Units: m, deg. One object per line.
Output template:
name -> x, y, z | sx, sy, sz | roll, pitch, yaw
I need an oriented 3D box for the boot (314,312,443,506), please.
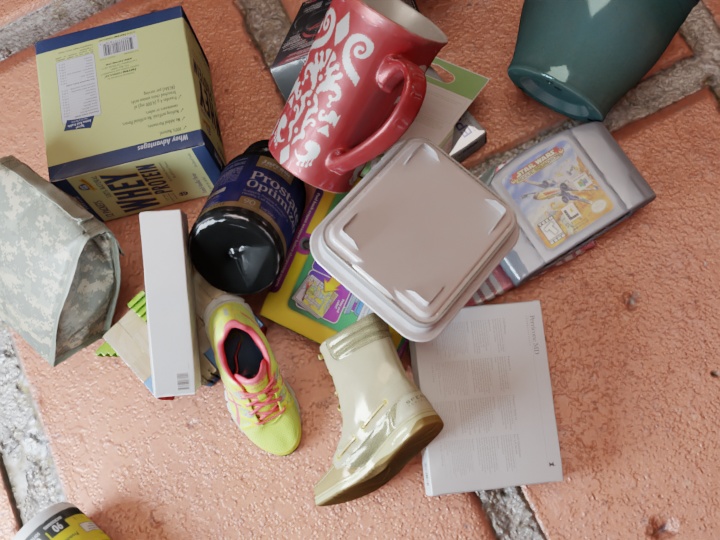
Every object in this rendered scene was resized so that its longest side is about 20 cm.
boot -> -0.008, 0.158, 1.121 | 0.200, 0.072, 0.156 | -48, 59, 37

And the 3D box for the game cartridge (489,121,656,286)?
game cartridge -> 0.232, -0.087, 1.201 | 0.199, 0.042, 0.134 | -32, 77, -3

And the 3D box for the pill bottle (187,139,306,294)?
pill bottle -> -0.126, -0.071, 1.191 | 0.110, 0.113, 0.201 | 3, 35, 8

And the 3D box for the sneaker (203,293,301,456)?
sneaker -> -0.122, 0.129, 1.140 | 0.078, 0.090, 0.202 | -28, 105, -9

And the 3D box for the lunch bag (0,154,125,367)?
lunch bag -> -0.369, -0.021, 1.194 | 0.163, 0.201, 0.117 | 36, 40, 18

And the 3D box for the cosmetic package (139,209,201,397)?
cosmetic package -> -0.213, 0.036, 1.130 | 0.050, 0.083, 0.203 | -5, 89, -3

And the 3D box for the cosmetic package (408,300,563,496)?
cosmetic package -> 0.137, 0.141, 1.124 | 0.149, 0.052, 0.203 | -5, 80, -5

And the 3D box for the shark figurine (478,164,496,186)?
shark figurine -> 0.081, -0.023, 1.104 | 0.214, 0.089, 0.129 | -33, 109, -33

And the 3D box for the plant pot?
plant pot -> 0.279, -0.290, 1.220 | 0.199, 0.200, 0.189 | 28, 90, 16

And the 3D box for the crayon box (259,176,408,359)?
crayon box -> 0.000, 0.000, 1.203 | 0.171, 0.058, 0.202 | 24, 86, 13

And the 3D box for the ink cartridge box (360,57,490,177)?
ink cartridge box -> 0.052, -0.190, 1.236 | 0.144, 0.048, 0.200 | 26, 52, 18

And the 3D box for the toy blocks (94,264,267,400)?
toy blocks -> -0.204, 0.079, 1.207 | 0.200, 0.100, 0.137 | -43, 81, -4

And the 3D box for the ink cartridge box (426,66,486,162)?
ink cartridge box -> 0.025, -0.184, 1.287 | 0.199, 0.041, 0.200 | -36, 71, -5

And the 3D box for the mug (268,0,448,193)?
mug -> -0.013, -0.188, 1.077 | 0.132, 0.178, 0.201 | 28, 114, -8

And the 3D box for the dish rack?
dish rack -> 0.064, -0.043, 1.047 | 0.171, 0.044, 0.200 | 40, 64, 6

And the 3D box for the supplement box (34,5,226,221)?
supplement box -> -0.288, -0.195, 1.282 | 0.198, 0.134, 0.202 | -13, 70, 3

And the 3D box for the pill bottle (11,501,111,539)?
pill bottle -> -0.291, 0.360, 1.102 | 0.199, 0.114, 0.115 | 36, 79, 17

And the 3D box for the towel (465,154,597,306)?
towel -> 0.169, -0.047, 1.230 | 0.198, 0.030, 0.147 | -27, 72, -1

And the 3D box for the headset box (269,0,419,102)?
headset box -> -0.017, -0.277, 1.238 | 0.147, 0.075, 0.201 | -14, 35, 23
